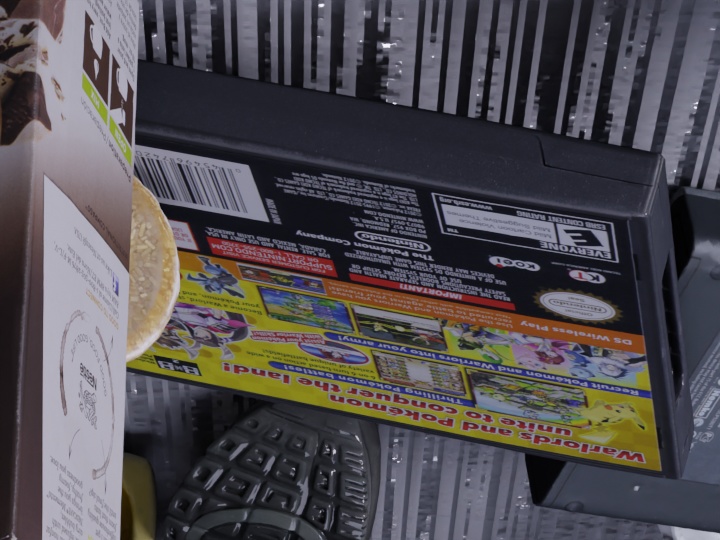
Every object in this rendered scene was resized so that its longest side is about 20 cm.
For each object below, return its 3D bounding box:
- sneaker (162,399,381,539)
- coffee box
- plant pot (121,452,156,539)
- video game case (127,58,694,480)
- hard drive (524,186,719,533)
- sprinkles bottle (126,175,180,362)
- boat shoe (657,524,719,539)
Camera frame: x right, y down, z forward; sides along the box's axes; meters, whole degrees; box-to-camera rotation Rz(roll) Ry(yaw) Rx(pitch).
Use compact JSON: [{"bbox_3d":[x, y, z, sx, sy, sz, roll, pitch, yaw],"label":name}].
[{"bbox_3d":[-0.031,0.108,1.115,0.076,0.091,0.201,26,130,8],"label":"sneaker"},{"bbox_3d":[-0.124,0.002,0.769,0.112,0.201,0.080,-8,152,12],"label":"coffee box"},{"bbox_3d":[-0.174,0.191,1.150,0.194,0.195,0.200,0,161,-1],"label":"plant pot"},{"bbox_3d":[0.000,0.000,0.900,0.199,0.026,0.181,11,154,15],"label":"video game case"},{"bbox_3d":[0.174,0.043,1.001,0.199,0.033,0.140,10,135,-18],"label":"hard drive"},{"bbox_3d":[-0.126,0.022,0.915,0.068,0.069,0.200,14,159,-25],"label":"sprinkles bottle"},{"bbox_3d":[0.155,0.108,1.118,0.073,0.067,0.200,-10,150,17],"label":"boat shoe"}]
